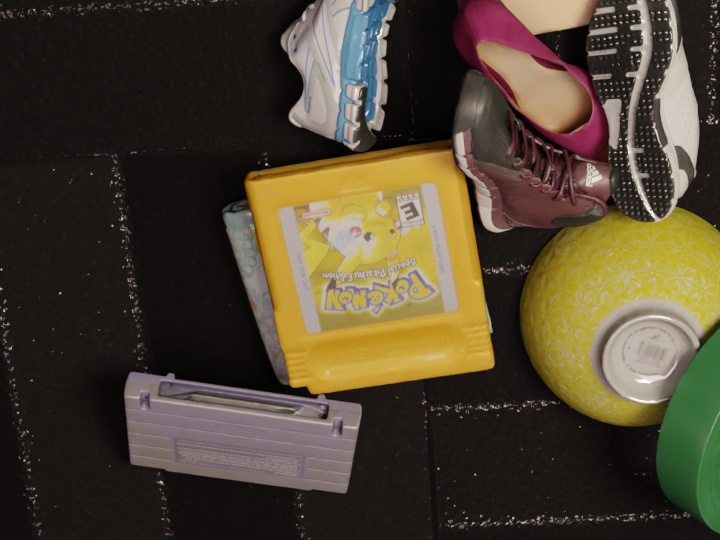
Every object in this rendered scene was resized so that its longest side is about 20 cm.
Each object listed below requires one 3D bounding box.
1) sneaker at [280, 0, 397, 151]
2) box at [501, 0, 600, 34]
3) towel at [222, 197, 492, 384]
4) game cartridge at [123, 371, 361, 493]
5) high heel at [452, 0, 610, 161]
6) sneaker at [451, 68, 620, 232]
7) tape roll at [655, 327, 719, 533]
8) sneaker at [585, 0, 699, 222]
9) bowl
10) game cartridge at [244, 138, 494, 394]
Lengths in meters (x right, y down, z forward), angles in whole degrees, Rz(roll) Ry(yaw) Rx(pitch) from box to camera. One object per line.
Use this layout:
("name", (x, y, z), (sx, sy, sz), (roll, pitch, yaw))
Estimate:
("sneaker", (-0.020, -0.199, 1.131), (0.086, 0.075, 0.200), (15, 103, 21))
("box", (0.151, -0.287, 1.113), (0.163, 0.021, 0.200), (-10, 111, 7))
("towel", (0.000, 0.000, 1.215), (0.200, 0.048, 0.172), (-14, 109, 8))
("game cartridge", (-0.103, 0.143, 1.249), (0.200, 0.038, 0.130), (8, 149, -1))
("high heel", (0.140, -0.136, 1.119), (0.200, 0.096, 0.067), (39, 117, -24))
("sneaker", (0.141, -0.090, 1.107), (0.115, 0.200, 0.076), (6, 69, 18))
("tape roll", (0.330, 0.121, 1.186), (0.200, 0.048, 0.201), (-21, 126, -32))
("sneaker", (0.230, -0.144, 1.140), (0.074, 0.080, 0.200), (9, 116, 34))
("bowl", (0.235, 0.054, 1.194), (0.200, 0.108, 0.201), (1, 111, 2))
("game cartridge", (0.010, 0.002, 1.175), (0.176, 0.032, 0.200), (-9, 111, 6))
